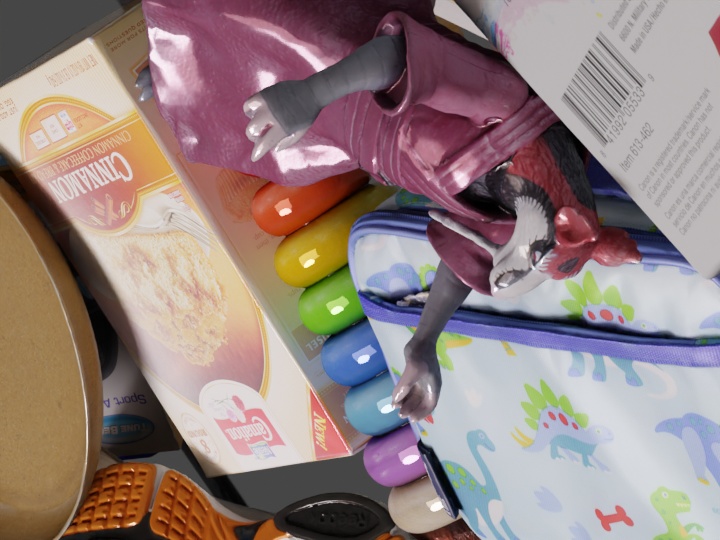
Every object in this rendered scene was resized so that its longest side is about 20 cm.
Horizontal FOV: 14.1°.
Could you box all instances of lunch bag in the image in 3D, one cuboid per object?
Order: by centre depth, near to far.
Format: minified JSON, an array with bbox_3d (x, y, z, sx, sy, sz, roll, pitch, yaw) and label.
[{"bbox_3d":[0.094,0.031,1.012,0.199,0.082,0.162,9,130,46],"label":"lunch bag"}]

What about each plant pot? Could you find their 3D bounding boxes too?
[{"bbox_3d":[-0.177,0.033,1.336,0.199,0.027,0.201,25,125,42],"label":"plant pot"}]

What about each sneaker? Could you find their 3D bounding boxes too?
[{"bbox_3d":[-0.047,0.138,1.303,0.199,0.076,0.092,6,162,35],"label":"sneaker"}]

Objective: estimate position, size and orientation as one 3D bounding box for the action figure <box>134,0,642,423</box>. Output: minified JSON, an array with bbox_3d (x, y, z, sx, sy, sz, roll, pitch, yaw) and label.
[{"bbox_3d":[0.020,-0.054,0.957,0.199,0.149,0.134,31,154,30],"label":"action figure"}]

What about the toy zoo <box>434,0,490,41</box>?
[{"bbox_3d":[0.016,-0.113,1.055,0.200,0.020,0.132,31,145,39],"label":"toy zoo"}]

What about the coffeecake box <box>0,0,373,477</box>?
[{"bbox_3d":[-0.063,-0.017,1.246,0.201,0.073,0.153,58,154,-8],"label":"coffeecake box"}]

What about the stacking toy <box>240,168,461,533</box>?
[{"bbox_3d":[0.000,0.000,1.148,0.201,0.085,0.085,57,154,-4],"label":"stacking toy"}]

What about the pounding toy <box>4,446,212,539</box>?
[{"bbox_3d":[-0.077,0.164,1.416,0.184,0.143,0.200,34,166,5],"label":"pounding toy"}]

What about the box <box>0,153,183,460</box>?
[{"bbox_3d":[-0.161,0.025,1.428,0.118,0.042,0.201,-7,122,16],"label":"box"}]

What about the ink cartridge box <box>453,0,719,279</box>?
[{"bbox_3d":[0.085,-0.120,0.859,0.200,0.083,0.146,49,154,11],"label":"ink cartridge box"}]
